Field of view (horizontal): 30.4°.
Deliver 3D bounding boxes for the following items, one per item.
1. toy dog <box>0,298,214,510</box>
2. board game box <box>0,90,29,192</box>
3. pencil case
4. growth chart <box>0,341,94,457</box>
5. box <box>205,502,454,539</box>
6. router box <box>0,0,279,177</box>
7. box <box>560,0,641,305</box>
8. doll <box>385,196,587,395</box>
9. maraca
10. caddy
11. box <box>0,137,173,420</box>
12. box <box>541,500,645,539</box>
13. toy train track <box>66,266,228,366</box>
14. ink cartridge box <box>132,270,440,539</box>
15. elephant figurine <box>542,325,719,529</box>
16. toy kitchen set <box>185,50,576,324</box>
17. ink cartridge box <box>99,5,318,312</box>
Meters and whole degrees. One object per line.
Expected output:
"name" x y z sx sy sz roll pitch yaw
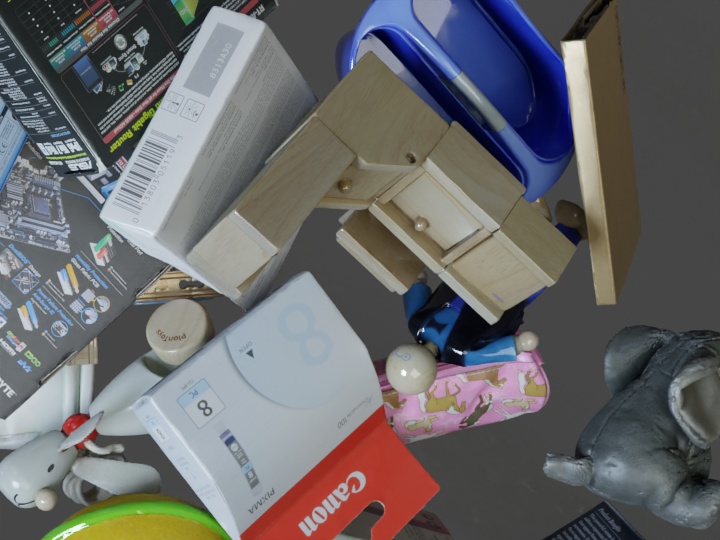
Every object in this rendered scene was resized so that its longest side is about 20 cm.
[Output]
"toy dog" -0.162 0.119 0.983 0.200 0.096 0.132 -50 142 3
"board game box" -0.297 -0.114 0.809 0.200 0.037 0.151 39 63 -40
"pencil case" 0.047 0.097 1.066 0.200 0.083 0.087 -13 111 -10
"growth chart" -0.294 0.077 1.000 0.200 0.018 0.145 6 104 -17
"box" -0.031 0.249 1.076 0.200 0.109 0.128 20 101 -20
"router box" -0.163 -0.180 0.876 0.200 0.062 0.150 -50 122 -33
"box" 0.186 -0.096 1.009 0.021 0.163 0.200 -3 111 20
"doll" 0.089 0.021 1.032 0.200 0.136 0.048 -48 138 -21
"maraca" -0.184 0.224 0.954 0.200 0.107 0.137 -12 122 -5
"caddy" 0.074 -0.134 0.987 0.141 0.105 0.200 -44 113 2
"box" -0.245 -0.034 0.930 0.199 0.050 0.200 -44 104 -11
"box" 0.183 0.327 1.161 0.200 0.107 0.148 -31 112 -4
"toy train track" -0.167 0.014 0.999 0.200 0.033 0.115 -4 98 -19
"ink cartridge box" -0.041 0.125 0.953 0.160 0.047 0.200 -40 93 -32
"elephant figurine" 0.268 0.105 1.120 0.141 0.155 0.200 21 90 23
"toy kitchen set" 0.000 0.000 0.924 0.200 0.163 0.180 42 54 -8
"ink cartridge box" -0.088 -0.069 0.933 0.050 0.200 0.161 23 80 19
